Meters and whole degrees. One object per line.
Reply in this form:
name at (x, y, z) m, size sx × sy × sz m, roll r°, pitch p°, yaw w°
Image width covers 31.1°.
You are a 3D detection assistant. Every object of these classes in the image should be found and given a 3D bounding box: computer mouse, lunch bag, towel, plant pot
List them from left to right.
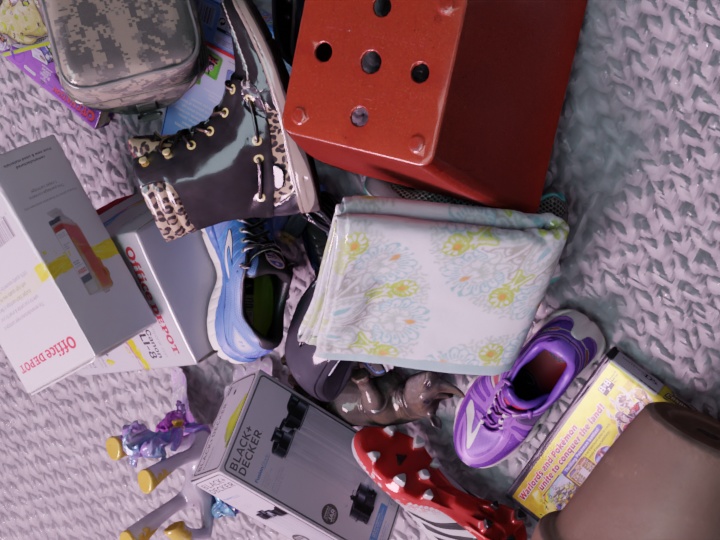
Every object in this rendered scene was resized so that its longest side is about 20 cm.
lunch bag at (-0.225, -0.249, 1.199) m, size 0.139 × 0.168 × 0.201 m, roll -15°, pitch 86°, yaw -9°
computer mouse at (-0.048, 0.026, 1.200) m, size 0.141 × 0.046 × 0.200 m, roll 51°, pitch 136°, yaw 25°
plant pot at (0.046, -0.162, 1.048) m, size 0.199 × 0.176 × 0.201 m, roll 16°, pitch 99°, yaw 24°
towel at (0.057, 0.016, 1.086) m, size 0.199 × 0.048 × 0.172 m, roll 5°, pitch 137°, yaw -12°
plant pot at (0.259, 0.212, 1.081) m, size 0.200 × 0.200 × 0.175 m, roll 27°, pitch 103°, yaw 19°

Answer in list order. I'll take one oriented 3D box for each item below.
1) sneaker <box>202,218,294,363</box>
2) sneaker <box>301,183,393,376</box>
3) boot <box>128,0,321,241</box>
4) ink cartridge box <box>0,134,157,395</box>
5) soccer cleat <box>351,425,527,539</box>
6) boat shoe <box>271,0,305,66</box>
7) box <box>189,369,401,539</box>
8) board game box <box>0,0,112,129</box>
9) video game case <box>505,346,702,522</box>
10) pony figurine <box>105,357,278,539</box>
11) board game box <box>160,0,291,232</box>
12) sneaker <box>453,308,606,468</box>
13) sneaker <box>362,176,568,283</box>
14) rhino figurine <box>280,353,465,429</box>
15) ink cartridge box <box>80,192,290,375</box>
sneaker at (-0.096, -0.017, 1.196) m, size 0.089 × 0.078 × 0.201 m, roll -10°, pitch 85°, yaw 52°
sneaker at (0.000, 0.000, 1.248) m, size 0.201 × 0.077 × 0.076 m, roll 63°, pitch 171°, yaw 10°
boot at (-0.128, -0.126, 1.120) m, size 0.150 × 0.073 × 0.201 m, roll -16°, pitch 112°, yaw 5°
ink cartridge box at (-0.297, -0.002, 1.203) m, size 0.145 × 0.083 × 0.201 m, roll -26°, pitch 94°, yaw 47°
soccer cleat at (0.071, 0.227, 1.271) m, size 0.200 × 0.069 × 0.085 m, roll 32°, pitch 138°, yaw 0°
boat shoe at (-0.045, -0.271, 1.144) m, size 0.074 × 0.062 × 0.201 m, roll 3°, pitch 95°, yaw 25°
box at (-0.054, 0.199, 1.269) m, size 0.200 × 0.117 × 0.060 m, roll 35°, pitch 147°, yaw -20°
board game box at (-0.325, -0.254, 1.359) m, size 0.200 × 0.032 × 0.120 m, roll 38°, pitch 120°, yaw 14°
video game case at (0.253, 0.197, 1.193) m, size 0.181 × 0.025 × 0.200 m, roll 38°, pitch 125°, yaw 13°
pony figurine at (-0.170, 0.196, 1.371) m, size 0.166 × 0.200 × 0.194 m, roll -9°, pitch 89°, yaw 41°
board game box at (-0.119, -0.157, 1.267) m, size 0.151 × 0.037 × 0.201 m, roll 29°, pitch 121°, yaw 19°
sneaker at (0.140, 0.114, 1.192) m, size 0.081 × 0.083 × 0.200 m, roll 41°, pitch 126°, yaw 11°
sneaker at (0.099, -0.062, 1.162) m, size 0.199 × 0.078 × 0.092 m, roll 23°, pitch 106°, yaw 17°
rhino figurine at (0.016, 0.121, 1.281) m, size 0.199 × 0.060 × 0.088 m, roll -3°, pitch 131°, yaw 32°
ink cartridge box at (-0.203, 0.005, 1.292) m, size 0.199 × 0.145 × 0.146 m, roll -10°, pitch 110°, yaw 44°
